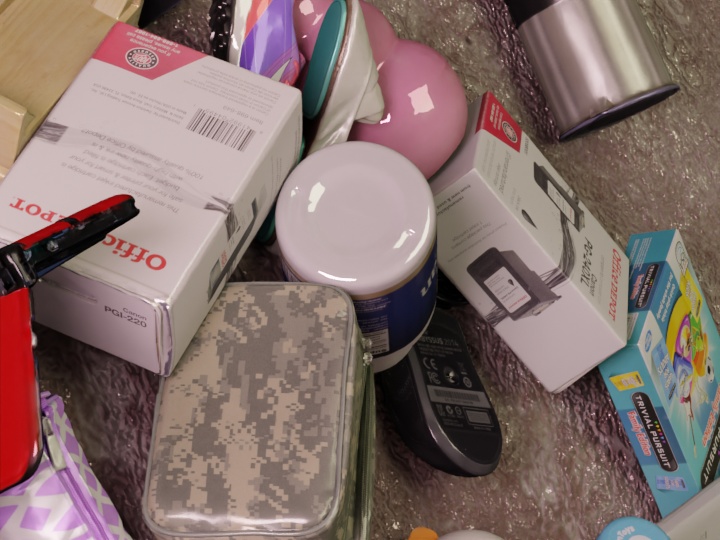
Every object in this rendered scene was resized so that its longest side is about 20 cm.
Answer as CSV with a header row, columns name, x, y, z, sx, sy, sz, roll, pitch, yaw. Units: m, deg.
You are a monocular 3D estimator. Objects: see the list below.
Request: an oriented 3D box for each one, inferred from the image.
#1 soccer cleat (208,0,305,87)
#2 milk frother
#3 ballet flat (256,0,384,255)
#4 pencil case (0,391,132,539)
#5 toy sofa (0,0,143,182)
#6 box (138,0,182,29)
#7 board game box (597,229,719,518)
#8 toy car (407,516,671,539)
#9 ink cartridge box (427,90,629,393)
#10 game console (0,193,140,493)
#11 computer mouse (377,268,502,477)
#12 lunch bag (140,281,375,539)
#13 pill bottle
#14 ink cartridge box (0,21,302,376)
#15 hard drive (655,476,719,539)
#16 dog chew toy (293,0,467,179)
name,x,y,z,sx,sy,sz,roll,pitch,yaw
soccer cleat,-0.075,-0.129,1.561,0.073,0.068,0.202,6,82,-22
milk frother,0.242,-0.245,1.903,0.180,0.199,0.189,-19,84,-52
ballet flat,-0.019,-0.103,1.575,0.069,0.069,0.201,8,105,-45
pencil case,-0.174,0.169,1.313,0.201,0.085,0.084,60,37,-5
toy sofa,-0.226,-0.137,1.439,0.082,0.098,0.200,27,44,5
box,-0.174,-0.294,1.541,0.200,0.122,0.106,47,41,-17
board game box,0.266,0.091,1.818,0.201,0.047,0.151,63,35,-31
toy car,0.098,0.260,1.532,0.199,0.185,0.178,21,50,-3
ink cartridge box,0.129,-0.023,1.718,0.200,0.083,0.146,48,26,-18
game console,-0.215,0.062,1.236,0.172,0.199,0.119,-30,93,-51
computer mouse,0.051,0.078,1.642,0.138,0.053,0.201,16,47,-43
lunch bag,-0.058,0.124,1.423,0.168,0.138,0.201,78,13,-58
pill bottle,0.000,0.000,1.509,0.200,0.110,0.112,85,4,-67
ink cartridge box,-0.143,-0.049,1.393,0.145,0.085,0.201,22,53,12
hard drive,0.297,0.246,1.787,0.200,0.026,0.133,-24,116,-51
dog chew toy,-0.012,-0.152,1.649,0.200,0.124,0.125,42,43,-12
